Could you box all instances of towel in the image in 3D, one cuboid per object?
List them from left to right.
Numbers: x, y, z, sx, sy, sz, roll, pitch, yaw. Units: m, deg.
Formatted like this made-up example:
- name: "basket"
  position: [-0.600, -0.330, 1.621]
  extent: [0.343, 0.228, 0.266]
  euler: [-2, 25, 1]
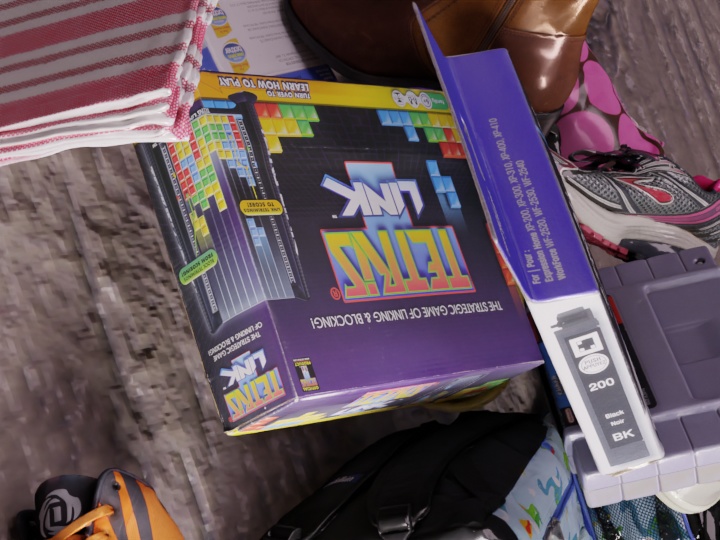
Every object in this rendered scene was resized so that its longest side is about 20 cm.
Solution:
- name: "towel"
  position: [-0.132, -0.124, 0.771]
  extent: [0.030, 0.146, 0.200]
  euler: [61, 27, -42]

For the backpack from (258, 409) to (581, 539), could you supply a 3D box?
- name: "backpack"
  position: [0.042, 0.145, 0.841]
  extent: [0.154, 0.163, 0.200]
  euler: [64, 25, -17]

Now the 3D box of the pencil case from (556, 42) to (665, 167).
- name: "pencil case"
  position: [0.164, -0.152, 1.257]
  extent: [0.094, 0.091, 0.200]
  euler: [-37, 104, -21]

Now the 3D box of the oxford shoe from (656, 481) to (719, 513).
- name: "oxford shoe"
  position: [0.231, 0.068, 0.981]
  extent: [0.075, 0.058, 0.200]
  euler: [38, 44, -3]

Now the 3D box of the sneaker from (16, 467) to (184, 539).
- name: "sneaker"
  position: [-0.137, 0.139, 0.661]
  extent: [0.200, 0.077, 0.112]
  euler: [28, 43, -58]

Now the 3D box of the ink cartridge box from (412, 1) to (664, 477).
- name: "ink cartridge box"
  position: [0.095, -0.023, 0.845]
  extent: [0.198, 0.043, 0.200]
  euler: [-104, 169, -45]

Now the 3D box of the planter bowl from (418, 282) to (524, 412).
- name: "planter bowl"
  position: [0.000, 0.000, 0.919]
  extent: [0.200, 0.083, 0.201]
  euler: [27, 49, -36]

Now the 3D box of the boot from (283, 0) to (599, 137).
- name: "boot"
  position: [0.062, -0.188, 0.920]
  extent: [0.188, 0.200, 0.068]
  euler: [32, 36, 14]

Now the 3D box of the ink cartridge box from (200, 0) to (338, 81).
- name: "ink cartridge box"
  position: [-0.088, -0.172, 0.955]
  extent: [0.119, 0.042, 0.200]
  euler: [-25, 87, -58]

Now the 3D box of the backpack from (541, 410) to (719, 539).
- name: "backpack"
  position: [0.203, 0.120, 1.071]
  extent: [0.183, 0.147, 0.200]
  euler: [1, 67, -48]

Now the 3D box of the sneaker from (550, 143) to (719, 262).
- name: "sneaker"
  position: [0.163, -0.052, 1.044]
  extent: [0.200, 0.081, 0.075]
  euler: [19, 91, -38]

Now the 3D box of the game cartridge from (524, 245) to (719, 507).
- name: "game cartridge"
  position: [0.171, 0.056, 0.939]
  extent: [0.200, 0.129, 0.038]
  euler: [-100, -179, -59]

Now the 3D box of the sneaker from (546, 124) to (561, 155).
- name: "sneaker"
  position: [0.086, -0.085, 1.086]
  extent: [0.200, 0.099, 0.070]
  euler: [47, 35, -27]

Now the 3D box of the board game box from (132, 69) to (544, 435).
- name: "board game box"
  position: [-0.007, -0.012, 0.804]
  extent: [0.200, 0.057, 0.166]
  euler: [-4, 69, -50]
